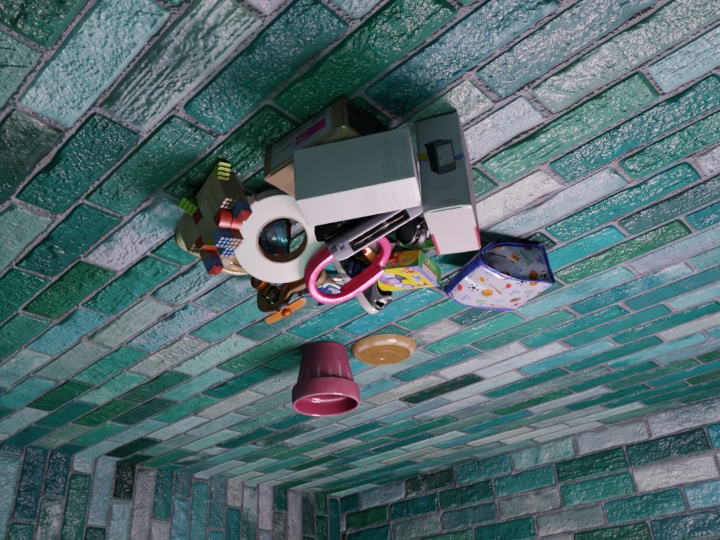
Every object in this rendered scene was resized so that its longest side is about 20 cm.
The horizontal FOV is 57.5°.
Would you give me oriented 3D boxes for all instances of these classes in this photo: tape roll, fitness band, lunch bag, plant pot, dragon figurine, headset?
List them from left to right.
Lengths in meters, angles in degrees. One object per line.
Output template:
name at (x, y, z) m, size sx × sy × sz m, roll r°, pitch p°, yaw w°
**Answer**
tape roll at (-0.161, -0.069, 1.329) m, size 0.202 × 0.037 × 0.203 m, roll -7°, pitch 121°, yaw -12°
dragon figurine at (-0.100, 0.047, 1.603) m, size 0.200 × 0.059 × 0.099 m, roll -28°, pitch 141°, yaw 33°
plant pot at (-0.103, 0.315, 1.940) m, size 0.199 × 0.179 × 0.200 m, roll -2°, pitch 149°, yaw -1°
fitness band at (-0.024, -0.008, 1.374) m, size 0.200 × 0.037 × 0.144 m, roll -37°, pitch 137°, yaw 5°
plant pot at (0.072, 0.248, 1.995) m, size 0.199 × 0.028 × 0.200 m, roll -3°, pitch 149°, yaw -2°
headset at (0.142, -0.073, 1.393) m, size 0.123 × 0.094 × 0.200 m, roll -2°, pitch 161°, yaw -4°
lunch bag at (0.316, 0.011, 1.531) m, size 0.199 × 0.124 × 0.170 m, roll 2°, pitch 151°, yaw -24°

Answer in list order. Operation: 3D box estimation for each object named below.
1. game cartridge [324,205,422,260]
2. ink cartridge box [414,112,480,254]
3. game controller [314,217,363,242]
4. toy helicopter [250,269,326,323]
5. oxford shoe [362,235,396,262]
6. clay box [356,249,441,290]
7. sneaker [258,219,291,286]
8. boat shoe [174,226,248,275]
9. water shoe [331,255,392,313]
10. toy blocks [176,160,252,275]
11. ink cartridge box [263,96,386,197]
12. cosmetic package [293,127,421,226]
game cartridge at (0.021, -0.097, 1.270) m, size 0.200 × 0.133 × 0.042 m, roll -31°, pitch 109°, yaw -1°
ink cartridge box at (0.155, -0.150, 1.159) m, size 0.085 × 0.200 × 0.148 m, roll -11°, pitch 149°, yaw 13°
game controller at (-0.002, -0.118, 1.259) m, size 0.200 × 0.042 × 0.104 m, roll -30°, pitch -172°, yaw 2°
toy helicopter at (-0.163, 0.046, 1.523) m, size 0.200 × 0.133 × 0.079 m, roll -23°, pitch 146°, yaw 27°
oxford shoe at (0.005, -0.089, 1.397) m, size 0.073 × 0.071 × 0.200 m, roll -40°, pitch 140°, yaw 10°
clay box at (0.074, 0.004, 1.527) m, size 0.200 × 0.048 × 0.115 m, roll -8°, pitch 151°, yaw 33°
sneaker at (-0.203, -0.044, 1.438) m, size 0.095 × 0.079 × 0.200 m, roll 6°, pitch 139°, yaw -5°
boat shoe at (-0.299, -0.048, 1.407) m, size 0.066 × 0.074 × 0.200 m, roll -23°, pitch 145°, yaw 39°
water shoe at (0.000, 0.000, 1.470) m, size 0.079 × 0.072 × 0.200 m, roll -31°, pitch 103°, yaw 13°
toy blocks at (-0.272, -0.086, 1.241) m, size 0.100 × 0.137 × 0.200 m, roll 6°, pitch 134°, yaw -47°
ink cartridge box at (-0.048, -0.198, 1.180) m, size 0.200 × 0.075 × 0.165 m, roll -25°, pitch 142°, yaw 33°
cosmetic package at (-0.006, -0.153, 1.081) m, size 0.199 × 0.113 × 0.081 m, roll -9°, pitch 148°, yaw 11°
